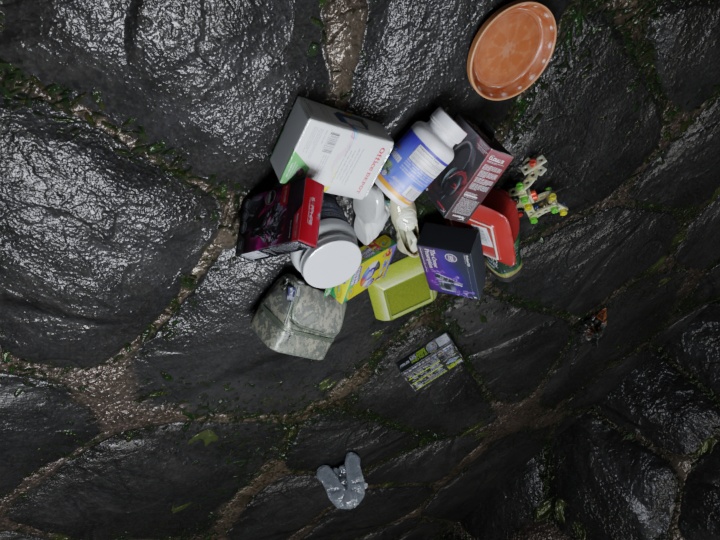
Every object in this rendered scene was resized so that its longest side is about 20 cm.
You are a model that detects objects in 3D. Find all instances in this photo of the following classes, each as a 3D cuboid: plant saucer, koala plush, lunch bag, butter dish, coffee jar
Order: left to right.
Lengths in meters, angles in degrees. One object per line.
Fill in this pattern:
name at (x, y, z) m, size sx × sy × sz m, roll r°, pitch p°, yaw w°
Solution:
lunch bag at (-0.142, 0.107, 1.368) m, size 0.199 × 0.139 × 0.169 m, roll 22°, pitch 99°, yaw -45°
koala plush at (-0.056, 0.822, 2.150) m, size 0.176 × 0.185 × 0.201 m, roll -21°, pitch 151°, yaw -9°
plant saucer at (0.125, 0.053, 1.542) m, size 0.199 × 0.048 × 0.200 m, roll -24°, pitch 140°, yaw -7°
butter dish at (0.314, -0.137, 1.385) m, size 0.148 × 0.199 × 0.201 m, roll -49°, pitch 142°, yaw -18°
coffee jar at (0.383, -0.059, 1.534) m, size 0.085 × 0.104 × 0.201 m, roll -36°, pitch 140°, yaw -10°
plant saucer at (0.303, -0.445, 1.147) m, size 0.199 × 0.032 × 0.201 m, roll -17°, pitch 137°, yaw -16°

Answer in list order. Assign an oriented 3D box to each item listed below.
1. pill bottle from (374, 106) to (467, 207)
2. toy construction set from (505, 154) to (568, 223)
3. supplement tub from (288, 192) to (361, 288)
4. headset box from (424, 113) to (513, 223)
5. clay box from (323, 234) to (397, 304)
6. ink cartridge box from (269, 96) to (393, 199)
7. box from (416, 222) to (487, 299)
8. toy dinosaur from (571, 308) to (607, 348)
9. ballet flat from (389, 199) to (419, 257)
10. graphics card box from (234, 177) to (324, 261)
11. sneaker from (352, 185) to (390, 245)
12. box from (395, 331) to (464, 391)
pill bottle at (0.125, -0.240, 1.191) m, size 0.112 × 0.112 × 0.200 m, roll 25°, pitch 116°, yaw -44°
toy construction set at (0.443, -0.195, 1.440) m, size 0.130 × 0.093 × 0.200 m, roll -16°, pitch 137°, yaw 23°
supplement tub at (-0.090, -0.077, 1.162) m, size 0.139 × 0.201 × 0.141 m, roll -16°, pitch 138°, yaw -15°
headset box at (0.227, -0.230, 1.233) m, size 0.075 × 0.149 × 0.201 m, roll 8°, pitch 128°, yaw -36°
clay box at (0.000, 0.000, 1.351) m, size 0.200 × 0.047 × 0.116 m, roll -32°, pitch 150°, yaw -45°
ink cartridge box at (-0.055, -0.233, 1.111) m, size 0.199 × 0.088 × 0.146 m, roll 8°, pitch 129°, yaw -34°
box at (0.231, -0.022, 1.410) m, size 0.140 × 0.079 × 0.201 m, roll 9°, pitch 149°, yaw 25°
toy dinosaur at (0.878, 0.205, 2.130) m, size 0.135 × 0.102 × 0.201 m, roll -38°, pitch 130°, yaw -26°
ballet flat at (0.115, -0.104, 1.360) m, size 0.069 × 0.070 × 0.201 m, roll -25°, pitch 139°, yaw -5°
graphics card box at (-0.159, -0.094, 1.092) m, size 0.199 × 0.127 × 0.051 m, roll -9°, pitch 159°, yaw 43°
sneaker at (0.035, -0.139, 1.268) m, size 0.088 × 0.075 × 0.200 m, roll -34°, pitch 163°, yaw -19°
box at (0.231, 0.303, 1.866) m, size 0.199 × 0.044 × 0.160 m, roll -33°, pitch 140°, yaw 4°
